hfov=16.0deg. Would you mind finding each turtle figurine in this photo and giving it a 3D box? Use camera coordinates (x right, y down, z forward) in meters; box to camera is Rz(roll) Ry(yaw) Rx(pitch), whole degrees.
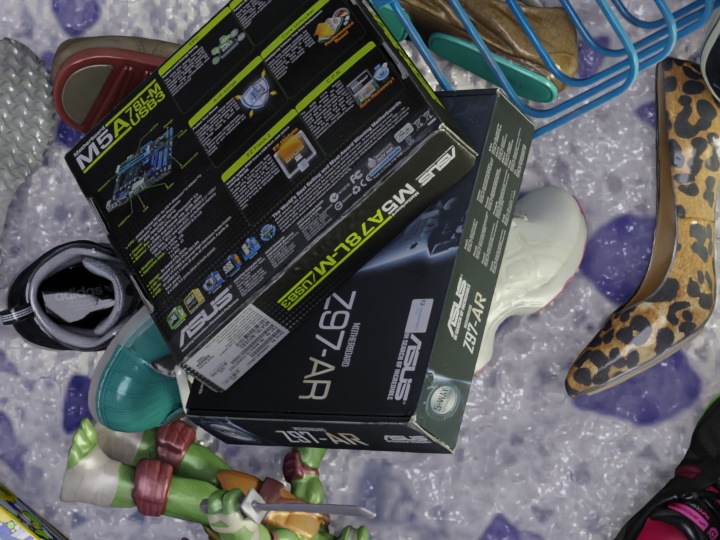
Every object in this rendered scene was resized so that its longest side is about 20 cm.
[{"bbox_3d":[-0.069,0.106,1.533,0.193,0.200,0.144,17,58,4],"label":"turtle figurine"}]

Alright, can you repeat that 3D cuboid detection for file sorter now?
[{"bbox_3d":[0.132,-0.174,1.474,0.139,0.200,0.123,-25,100,44],"label":"file sorter"}]

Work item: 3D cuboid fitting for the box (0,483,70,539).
[{"bbox_3d":[-0.272,0.134,1.568,0.200,0.070,0.064,40,91,-1],"label":"box"}]

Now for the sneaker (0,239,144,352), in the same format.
[{"bbox_3d":[-0.120,0.007,1.540,0.199,0.114,0.076,-15,93,1],"label":"sneaker"}]

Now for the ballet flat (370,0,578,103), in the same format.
[{"bbox_3d":[0.042,-0.168,1.563,0.199,0.068,0.073,19,72,-1],"label":"ballet flat"}]

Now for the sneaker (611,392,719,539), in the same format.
[{"bbox_3d":[0.212,0.147,1.558,0.077,0.084,0.200,37,89,-2],"label":"sneaker"}]

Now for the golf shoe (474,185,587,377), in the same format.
[{"bbox_3d":[0.067,-0.006,1.512,0.075,0.200,0.092,0,123,40],"label":"golf shoe"}]

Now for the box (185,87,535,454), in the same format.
[{"bbox_3d":[0.000,0.000,1.421,0.160,0.044,0.201,0,65,37],"label":"box"}]

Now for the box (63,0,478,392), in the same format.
[{"bbox_3d":[-0.055,-0.063,1.438,0.200,0.193,0.047,-43,135,9],"label":"box"}]

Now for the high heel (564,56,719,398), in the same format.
[{"bbox_3d":[0.168,-0.028,1.554,0.200,0.071,0.143,-39,98,-15],"label":"high heel"}]

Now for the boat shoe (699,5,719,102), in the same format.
[{"bbox_3d":[0.236,-0.122,1.447,0.074,0.200,0.062,-18,72,-4],"label":"boat shoe"}]

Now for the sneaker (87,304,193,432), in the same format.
[{"bbox_3d":[-0.064,0.041,1.499,0.200,0.080,0.072,-32,133,-26],"label":"sneaker"}]

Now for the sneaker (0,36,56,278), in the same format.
[{"bbox_3d":[-0.257,-0.049,1.561,0.099,0.070,0.201,-1,66,41],"label":"sneaker"}]

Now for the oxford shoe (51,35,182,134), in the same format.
[{"bbox_3d":[-0.091,-0.109,1.560,0.199,0.075,0.071,14,115,-20],"label":"oxford shoe"}]
